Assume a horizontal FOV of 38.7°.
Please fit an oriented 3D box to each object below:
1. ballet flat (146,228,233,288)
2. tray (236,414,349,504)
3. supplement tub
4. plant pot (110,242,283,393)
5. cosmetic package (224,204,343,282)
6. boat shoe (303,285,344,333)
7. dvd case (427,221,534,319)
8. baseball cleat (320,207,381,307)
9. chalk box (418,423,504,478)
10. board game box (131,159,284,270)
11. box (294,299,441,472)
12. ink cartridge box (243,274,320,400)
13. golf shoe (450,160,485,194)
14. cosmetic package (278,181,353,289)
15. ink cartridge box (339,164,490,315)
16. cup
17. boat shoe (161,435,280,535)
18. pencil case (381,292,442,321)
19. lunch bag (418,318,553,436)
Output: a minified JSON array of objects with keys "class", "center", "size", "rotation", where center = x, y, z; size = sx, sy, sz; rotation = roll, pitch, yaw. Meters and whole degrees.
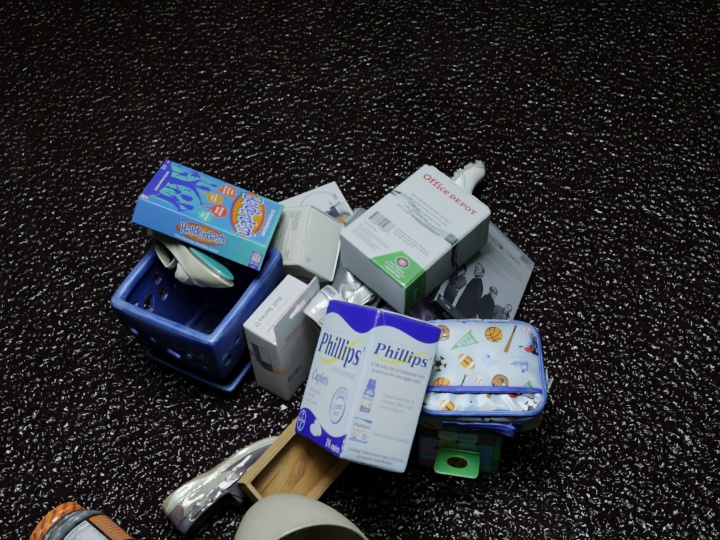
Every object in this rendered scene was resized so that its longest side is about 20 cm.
[{"class":"ballet flat","center":[-0.258,-0.019,1.519],"size":[0.069,0.070,0.200],"rotation":[-31,52,-20]},{"class":"tray","center":[-0.078,0.272,1.493],"size":[0.200,0.037,0.099],"rotation":[-45,103,-27]},{"class":"supplement tub","center":[-0.347,0.408,1.378],"size":[0.199,0.123,0.123],"rotation":[31,59,25]},{"class":"plant pot","center":[-0.239,0.063,1.600],"size":[0.198,0.181,0.201],"rotation":[20,56,21]},{"class":"cosmetic package","center":[-0.134,-0.039,1.666],"size":[0.198,0.087,0.105],"rotation":[0,70,41]},{"class":"boat shoe","center":[-0.028,0.113,1.550],"size":[0.066,0.201,0.072],"rotation":[-39,44,-16]},{"class":"dvd case","center":[0.199,0.020,1.656],"size":[0.150,0.025,0.201],"rotation":[41,54,-19]},{"class":"baseball cleat","center":[0.000,0.000,1.652],"size":[0.105,0.070,0.202],"rotation":[14,79,28]},{"class":"chalk box","center":[0.150,0.216,1.503],"size":[0.123,0.125,0.202],"rotation":[7,54,7]},{"class":"board game box","center":[-0.223,-0.086,1.533],"size":[0.198,0.045,0.153],"rotation":[21,27,-5]},{"class":"box","center":[0.006,0.153,1.414],"size":[0.104,0.183,0.203],"rotation":[17,86,-23]},{"class":"ink cartridge box","center":[-0.113,0.092,1.562],"size":[0.067,0.201,0.117],"rotation":[27,57,22]},{"class":"golf shoe","center":[0.166,-0.106,1.796],"size":[0.097,0.078,0.200],"rotation":[43,69,11]},{"class":"cosmetic package","center":[-0.071,-0.047,1.764],"size":[0.149,0.052,0.201],"rotation":[-23,55,-11]},{"class":"ink cartridge box","center":[0.086,-0.051,1.591],"size":[0.199,0.084,0.146],"rotation":[-38,62,-23]},{"class":"cup","center":[-0.094,0.381,1.365],"size":[0.198,0.202,0.143],"rotation":[-22,29,-14]},{"class":"boat shoe","center":[-0.188,0.311,1.483],"size":[0.199,0.072,0.065],"rotation":[-28,70,-24]},{"class":"pencil case","center":[0.101,0.048,1.666],"size":[0.199,0.085,0.085],"rotation":[-39,26,-25]},{"class":"lunch bag","center":[0.167,0.150,1.430],"size":[0.197,0.076,0.162],"rotation":[0,56,3]}]
